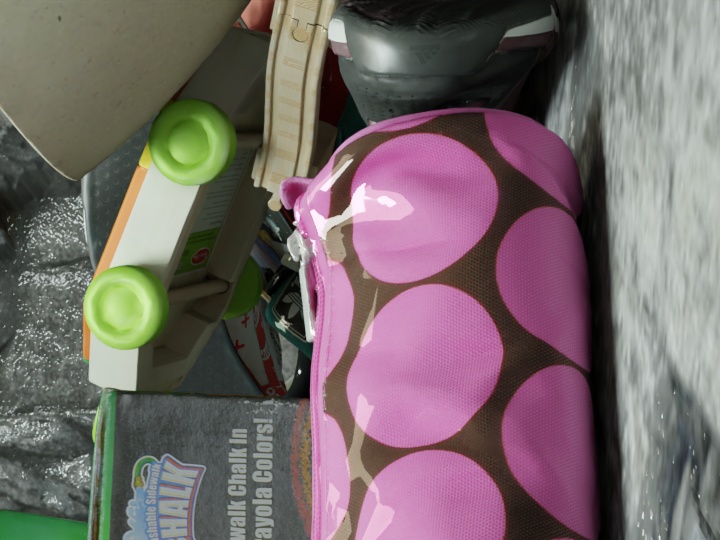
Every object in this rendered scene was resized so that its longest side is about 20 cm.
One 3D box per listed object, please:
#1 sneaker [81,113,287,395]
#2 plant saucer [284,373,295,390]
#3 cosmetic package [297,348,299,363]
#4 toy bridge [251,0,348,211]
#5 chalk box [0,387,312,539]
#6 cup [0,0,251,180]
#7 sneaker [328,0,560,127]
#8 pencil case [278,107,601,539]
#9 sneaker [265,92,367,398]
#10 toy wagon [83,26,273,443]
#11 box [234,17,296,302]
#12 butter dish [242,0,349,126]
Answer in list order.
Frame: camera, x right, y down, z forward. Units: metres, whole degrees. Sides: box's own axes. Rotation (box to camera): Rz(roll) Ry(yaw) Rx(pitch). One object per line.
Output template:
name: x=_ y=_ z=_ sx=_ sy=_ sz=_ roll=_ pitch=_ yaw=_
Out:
sneaker: x=-0.085 y=0.004 z=1.038 sx=0.108 sy=0.067 sz=0.202 roll=-109 pitch=0 yaw=-70
plant saucer: x=-0.038 y=0.120 z=1.297 sx=0.050 sy=0.200 sz=0.200 roll=45 pitch=162 yaw=13
cosmetic package: x=0.003 y=0.132 z=1.035 sx=0.200 sy=0.073 sz=0.104 roll=-92 pitch=5 yaw=-57
toy bridge: x=-0.012 y=-0.102 z=0.775 sx=0.067 sy=0.027 sz=0.201 roll=-65 pitch=-9 yaw=-53
chalk box: x=-0.047 y=0.128 z=0.819 sx=0.124 sy=0.199 sz=0.125 roll=98 pitch=173 yaw=-57
cup: x=-0.097 y=-0.155 z=0.784 sx=0.201 sy=0.143 sz=0.200 roll=58 pitch=-179 yaw=-2
sneaker: x=0.034 y=-0.038 z=0.754 sx=0.200 sy=0.075 sz=0.116 roll=-43 pitch=-49 yaw=-80
pencil case: x=0.022 y=0.056 z=0.624 sx=0.091 sy=0.093 sz=0.201 roll=99 pitch=172 yaw=-59
sneaker: x=0.000 y=0.000 z=0.951 sx=0.071 sy=0.080 sz=0.201 roll=48 pitch=152 yaw=38
toy wagon: x=-0.073 y=-0.002 z=0.887 sx=0.201 sy=0.039 sz=0.155 roll=-67 pitch=-10 yaw=8
box: x=-0.063 y=-0.055 z=1.038 sx=0.137 sy=0.040 sz=0.200 roll=27 pitch=156 yaw=48
butter dish: x=-0.018 y=-0.169 z=1.105 sx=0.199 sy=0.147 sz=0.201 roll=6 pitch=105 yaw=46
